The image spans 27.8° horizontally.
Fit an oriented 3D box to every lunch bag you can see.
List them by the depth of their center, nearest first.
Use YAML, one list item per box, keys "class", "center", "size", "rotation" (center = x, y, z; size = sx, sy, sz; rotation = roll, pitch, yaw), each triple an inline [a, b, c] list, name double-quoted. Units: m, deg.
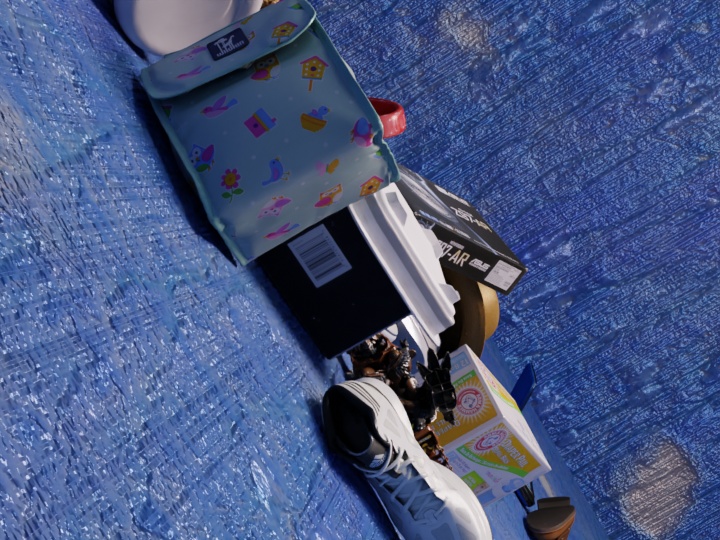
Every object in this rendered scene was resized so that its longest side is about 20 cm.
- class: "lunch bag"
  center: [-0.084, -0.136, 1.251]
  size: [0.200, 0.170, 0.122]
  rotation: [62, 0, 24]

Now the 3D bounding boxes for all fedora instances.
- class: "fedora"
  center: [0.115, 0.052, 1.841]
  size: [0.201, 0.082, 0.201]
  rotation: [21, -63, 52]

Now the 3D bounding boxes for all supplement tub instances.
- class: "supplement tub"
  center: [-0.186, -0.315, 1.386]
  size: [0.145, 0.145, 0.200]
  rotation: [50, 12, -54]

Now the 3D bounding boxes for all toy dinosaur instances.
- class: "toy dinosaur"
  center: [0.048, 0.130, 1.447]
  size: [0.200, 0.102, 0.136]
  rotation: [39, -11, 2]

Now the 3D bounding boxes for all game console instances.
- class: "game console"
  center: [0.271, 0.262, 2.343]
  size: [0.171, 0.118, 0.200]
  rotation: [59, 7, -3]

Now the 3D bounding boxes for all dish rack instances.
- class: "dish rack"
  center: [0.039, -0.035, 1.388]
  size: [0.172, 0.044, 0.200]
  rotation: [56, 8, -21]

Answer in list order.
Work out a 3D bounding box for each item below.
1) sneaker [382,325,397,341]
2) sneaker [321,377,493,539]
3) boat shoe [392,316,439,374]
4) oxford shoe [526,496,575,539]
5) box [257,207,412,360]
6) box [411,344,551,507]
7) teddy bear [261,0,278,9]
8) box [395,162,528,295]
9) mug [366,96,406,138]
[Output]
- class: "sneaker"
  center: [0.000, 0.000, 1.692]
  size: [0.200, 0.071, 0.073]
  rotation: [56, 8, -26]
- class: "sneaker"
  center: [0.027, 0.178, 1.217]
  size: [0.201, 0.076, 0.115]
  rotation: [53, 14, 16]
- class: "boat shoe"
  center: [0.045, 0.021, 1.778]
  size: [0.086, 0.075, 0.202]
  rotation: [-40, 103, -48]
- class: "oxford shoe"
  center: [0.294, 0.391, 2.201]
  size: [0.200, 0.071, 0.071]
  rotation: [2, 83, -76]
- class: "box"
  center: [-0.046, -0.048, 1.429]
  size: [0.200, 0.104, 0.182]
  rotation: [57, 9, -24]
- class: "box"
  center: [0.124, 0.183, 1.647]
  size: [0.101, 0.112, 0.200]
  rotation: [63, 9, 32]
- class: "teddy bear"
  center: [-0.089, -0.245, 1.500]
  size: [0.200, 0.067, 0.145]
  rotation: [48, -23, 2]
- class: "box"
  center: [0.088, -0.059, 1.728]
  size: [0.200, 0.044, 0.160]
  rotation: [25, 20, -38]
- class: "mug"
  center: [-0.053, -0.165, 1.704]
  size: [0.177, 0.134, 0.200]
  rotation: [19, 14, -14]
